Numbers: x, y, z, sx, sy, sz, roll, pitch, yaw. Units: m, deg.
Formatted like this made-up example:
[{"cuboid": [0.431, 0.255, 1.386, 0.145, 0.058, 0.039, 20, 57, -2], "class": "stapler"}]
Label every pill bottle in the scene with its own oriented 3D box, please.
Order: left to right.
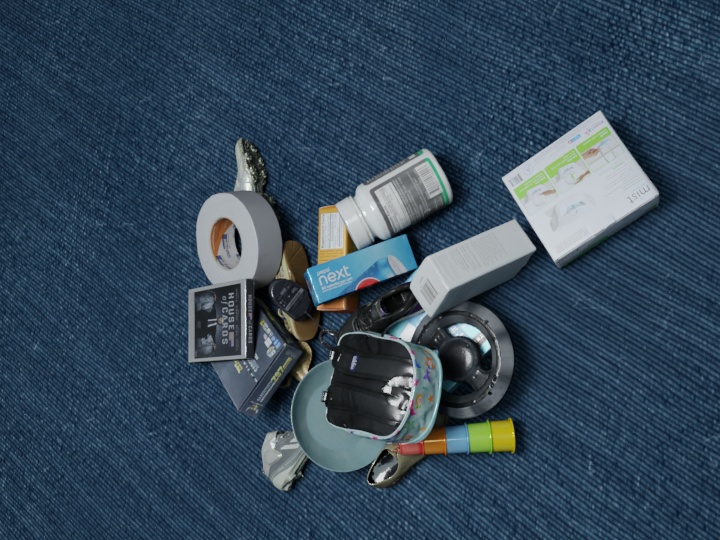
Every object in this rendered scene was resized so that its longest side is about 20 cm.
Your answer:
[{"cuboid": [0.061, -0.128, 1.346, 0.198, 0.113, 0.114, -29, 73, -1], "class": "pill bottle"}]

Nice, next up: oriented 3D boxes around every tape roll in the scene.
[{"cuboid": [-0.245, -0.057, 1.466, 0.198, 0.066, 0.204, 10, 104, 40], "class": "tape roll"}]

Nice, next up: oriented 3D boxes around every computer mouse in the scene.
[{"cuboid": [-0.093, 0.088, 1.387, 0.200, 0.034, 0.059, 43, 79, -2], "class": "computer mouse"}]

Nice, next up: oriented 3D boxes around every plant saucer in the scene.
[{"cuboid": [-0.038, 0.266, 1.354, 0.198, 0.039, 0.205, 5, 76, -20], "class": "plant saucer"}]

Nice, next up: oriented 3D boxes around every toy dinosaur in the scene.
[{"cuboid": [-0.132, 0.189, 1.434, 0.100, 0.058, 0.202, -31, 73, 14], "class": "toy dinosaur"}]

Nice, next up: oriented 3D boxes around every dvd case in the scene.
[{"cuboid": [-0.277, 0.102, 1.444, 0.198, 0.025, 0.153, -10, 78, 45], "class": "dvd case"}]

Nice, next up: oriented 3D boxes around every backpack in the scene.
[{"cuboid": [0.049, 0.198, 1.225, 0.199, 0.149, 0.181, -2, 74, 53], "class": "backpack"}]

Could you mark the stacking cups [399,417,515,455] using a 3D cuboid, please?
[{"cuboid": [0.165, 0.288, 1.270, 0.196, 0.061, 0.062, -2, 81, 4], "class": "stacking cups"}]

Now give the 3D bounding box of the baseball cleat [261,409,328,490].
[{"cuboid": [-0.126, 0.321, 1.407, 0.106, 0.070, 0.201, 36, 96, 22], "class": "baseball cleat"}]

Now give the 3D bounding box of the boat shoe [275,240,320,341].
[{"cuboid": [-0.130, 0.045, 1.453, 0.062, 0.072, 0.203, -29, 64, 46], "class": "boat shoe"}]

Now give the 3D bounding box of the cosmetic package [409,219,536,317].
[{"cuboid": [0.192, -0.005, 1.254, 0.198, 0.102, 0.075, -24, 69, -27], "class": "cosmetic package"}]

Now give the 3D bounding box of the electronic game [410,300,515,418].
[{"cuboid": [0.173, 0.154, 1.273, 0.197, 0.041, 0.204, -5, 80, 30], "class": "electronic game"}]

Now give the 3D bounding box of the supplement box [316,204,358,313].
[{"cuboid": [-0.042, -0.021, 1.423, 0.068, 0.066, 0.204, 0, 82, 24], "class": "supplement box"}]

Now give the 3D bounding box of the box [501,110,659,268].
[{"cuboid": [0.375, -0.134, 1.255, 0.199, 0.097, 0.178, -35, 72, 14], "class": "box"}]

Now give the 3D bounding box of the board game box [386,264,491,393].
[{"cuboid": [0.143, 0.102, 1.341, 0.151, 0.047, 0.200, -46, 69, 11], "class": "board game box"}]

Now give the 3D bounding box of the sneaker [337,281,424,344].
[{"cuboid": [0.029, 0.077, 1.317, 0.199, 0.087, 0.076, -36, 72, 14], "class": "sneaker"}]

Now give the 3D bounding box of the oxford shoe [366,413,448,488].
[{"cuboid": [0.086, 0.317, 1.319, 0.070, 0.075, 0.201, 39, 97, 21], "class": "oxford shoe"}]

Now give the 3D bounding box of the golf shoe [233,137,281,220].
[{"cuboid": [-0.240, -0.173, 1.520, 0.096, 0.078, 0.203, -23, 74, 23], "class": "golf shoe"}]

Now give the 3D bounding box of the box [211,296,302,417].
[{"cuboid": [-0.211, 0.161, 1.429, 0.159, 0.051, 0.200, -54, 40, 8], "class": "box"}]

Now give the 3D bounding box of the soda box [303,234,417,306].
[{"cuboid": [0.000, 0.000, 1.352, 0.197, 0.064, 0.069, -20, 86, -12], "class": "soda box"}]
